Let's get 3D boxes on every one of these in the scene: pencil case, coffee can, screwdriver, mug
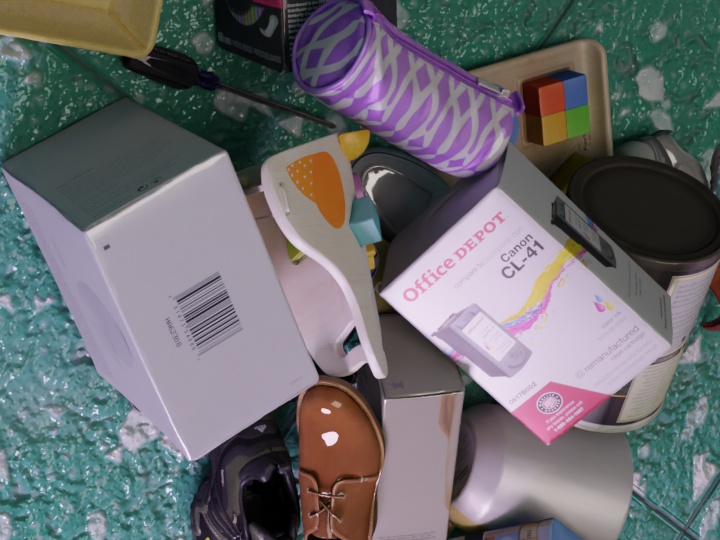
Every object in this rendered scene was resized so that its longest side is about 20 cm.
[{"bbox_3d":[0.038,-0.136,1.240,0.085,0.085,0.199,-31,146,31],"label":"pencil case"},{"bbox_3d":[0.230,0.023,1.466,0.145,0.147,0.201,-11,134,-27],"label":"coffee can"},{"bbox_3d":[-0.103,-0.145,1.330,0.199,0.029,0.028,16,97,-37],"label":"screwdriver"},{"bbox_3d":[0.142,0.209,1.520,0.152,0.149,0.189,17,90,-25],"label":"mug"}]

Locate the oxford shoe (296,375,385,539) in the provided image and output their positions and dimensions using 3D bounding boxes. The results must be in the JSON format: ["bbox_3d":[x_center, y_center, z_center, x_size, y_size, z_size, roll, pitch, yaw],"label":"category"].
[{"bbox_3d":[-0.019,0.174,1.331,0.072,0.071,0.202,-66,156,-51],"label":"oxford shoe"}]

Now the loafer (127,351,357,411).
[{"bbox_3d":[-0.096,0.087,1.382,0.198,0.063,0.073,-9,110,-28],"label":"loafer"}]

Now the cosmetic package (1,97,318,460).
[{"bbox_3d":[-0.152,0.000,1.239,0.122,0.200,0.201,-31,119,-19],"label":"cosmetic package"}]

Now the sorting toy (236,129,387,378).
[{"bbox_3d":[-0.030,-0.003,1.250,0.106,0.200,0.182,-21,94,-20],"label":"sorting toy"}]

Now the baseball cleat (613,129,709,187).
[{"bbox_3d":[0.293,-0.033,1.572,0.106,0.070,0.202,-22,117,-24],"label":"baseball cleat"}]

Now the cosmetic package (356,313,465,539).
[{"bbox_3d":[0.038,0.143,1.411,0.070,0.106,0.201,-4,132,-10],"label":"cosmetic package"}]

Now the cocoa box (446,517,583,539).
[{"bbox_3d":[0.145,0.340,1.440,0.133,0.130,0.202,38,47,-38],"label":"cocoa box"}]

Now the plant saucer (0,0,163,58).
[{"bbox_3d":[-0.230,-0.270,1.198,0.198,0.048,0.202,6,102,-31],"label":"plant saucer"}]

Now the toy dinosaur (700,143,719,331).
[{"bbox_3d":[0.349,-0.008,1.550,0.180,0.105,0.202,-4,118,-47],"label":"toy dinosaur"}]

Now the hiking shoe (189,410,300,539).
[{"bbox_3d":[-0.094,0.208,1.379,0.075,0.101,0.202,-11,132,-20],"label":"hiking shoe"}]

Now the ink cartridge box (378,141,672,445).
[{"bbox_3d":[0.134,0.021,1.335,0.200,0.086,0.147,40,118,-15],"label":"ink cartridge box"}]

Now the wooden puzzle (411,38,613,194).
[{"bbox_3d":[0.144,-0.095,1.471,0.198,0.046,0.187,-17,113,-22],"label":"wooden puzzle"}]

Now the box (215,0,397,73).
[{"bbox_3d":[-0.046,-0.265,1.264,0.105,0.122,0.202,-12,111,-28],"label":"box"}]

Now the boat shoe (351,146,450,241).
[{"bbox_3d":[0.071,-0.034,1.407,0.199,0.065,0.074,35,95,-11],"label":"boat shoe"}]

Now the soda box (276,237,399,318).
[{"bbox_3d":[0.000,0.000,1.409,0.200,0.068,0.064,38,85,-34],"label":"soda box"}]
